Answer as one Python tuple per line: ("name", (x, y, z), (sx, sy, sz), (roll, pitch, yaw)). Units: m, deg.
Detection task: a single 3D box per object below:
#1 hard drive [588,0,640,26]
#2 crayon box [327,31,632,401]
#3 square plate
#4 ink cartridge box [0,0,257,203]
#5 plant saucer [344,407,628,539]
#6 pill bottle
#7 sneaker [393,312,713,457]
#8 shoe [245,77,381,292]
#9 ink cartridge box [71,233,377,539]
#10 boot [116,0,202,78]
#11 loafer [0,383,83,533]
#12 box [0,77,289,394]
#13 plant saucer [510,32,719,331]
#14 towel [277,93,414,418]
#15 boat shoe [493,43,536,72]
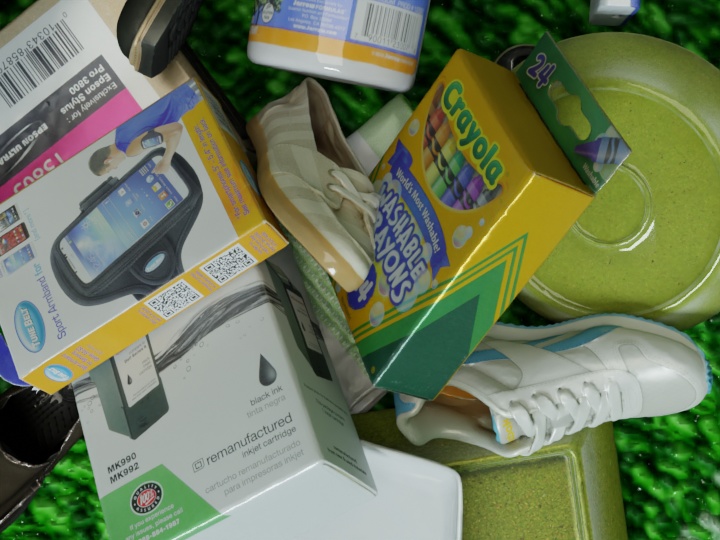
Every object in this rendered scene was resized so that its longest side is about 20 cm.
("hard drive", (0.162, -0.256, 0.869), (0.025, 0.132, 0.201), (4, 95, 6))
("crayon box", (0.059, -0.038, 0.847), (0.051, 0.126, 0.200), (17, 122, -34))
("square plate", (-0.002, 0.191, 0.913), (0.199, 0.028, 0.199), (14, 111, 44))
("ink cartridge box", (-0.191, -0.084, 0.946), (0.200, 0.075, 0.165), (-38, 90, 6))
("plant saucer", (0.082, 0.186, 0.942), (0.199, 0.048, 0.201), (-9, 98, 1))
("pill bottle", (-0.001, -0.220, 0.898), (0.111, 0.112, 0.201), (11, 95, 4))
("sneaker", (0.119, 0.077, 0.893), (0.199, 0.081, 0.077), (-2, 133, 17))
("shoe", (-0.026, -0.059, 0.866), (0.053, 0.200, 0.070), (-41, 124, 11))
("ink cartridge box", (-0.095, 0.073, 0.877), (0.145, 0.084, 0.201), (-29, 59, 12))
("boot", (-0.152, -0.224, 0.892), (0.138, 0.078, 0.201), (21, 57, -7))
("loafer", (-0.240, 0.118, 0.969), (0.073, 0.071, 0.200), (41, 97, 1))
("box", (-0.154, -0.016, 0.866), (0.199, 0.041, 0.119), (-31, 61, 5))
("plant saucer", (0.155, -0.045, 0.880), (0.199, 0.031, 0.201), (7, 112, 19))
("towel", (0.000, 0.000, 0.958), (0.200, 0.031, 0.149), (-42, 91, 7))
("boat shoe", (0.165, -0.074, 0.918), (0.201, 0.066, 0.072), (38, 97, 1))
